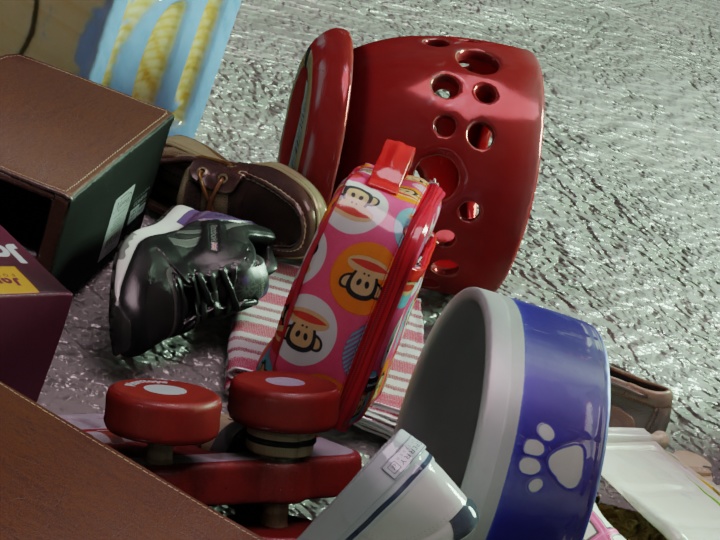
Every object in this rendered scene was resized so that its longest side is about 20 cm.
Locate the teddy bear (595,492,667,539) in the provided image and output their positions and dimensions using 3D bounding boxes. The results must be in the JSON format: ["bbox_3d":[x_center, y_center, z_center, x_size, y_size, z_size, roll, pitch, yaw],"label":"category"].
[{"bbox_3d":[0.192,0.197,1.375,0.144,0.067,0.200,-10,39,-45],"label":"teddy bear"}]

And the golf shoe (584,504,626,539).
[{"bbox_3d":[0.150,0.201,1.295,0.091,0.073,0.201,1,46,-16],"label":"golf shoe"}]

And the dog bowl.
[{"bbox_3d":[0.076,0.116,1.283,0.078,0.201,0.200,16,25,-11],"label":"dog bowl"}]

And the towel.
[{"bbox_3d":[-0.024,0.054,1.539,0.145,0.030,0.200,16,25,-7],"label":"towel"}]

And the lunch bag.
[{"bbox_3d":[0.000,0.000,1.390,0.081,0.177,0.200,21,11,2],"label":"lunch bag"}]

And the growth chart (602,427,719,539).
[{"bbox_3d":[0.209,0.152,1.378,0.144,0.018,0.200,12,22,-37],"label":"growth chart"}]

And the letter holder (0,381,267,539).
[{"bbox_3d":[-0.174,0.160,1.118,0.199,0.101,0.142,29,28,15],"label":"letter holder"}]

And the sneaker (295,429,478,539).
[{"bbox_3d":[-0.006,0.165,1.150,0.071,0.200,0.073,44,48,6],"label":"sneaker"}]

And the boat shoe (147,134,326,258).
[{"bbox_3d":[-0.110,-0.052,1.614,0.199,0.073,0.072,26,28,39],"label":"boat shoe"}]

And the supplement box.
[{"bbox_3d":[-0.280,0.000,1.301,0.110,0.086,0.200,-1,31,-46],"label":"supplement box"}]

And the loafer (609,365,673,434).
[{"bbox_3d":[0.150,0.067,1.606,0.200,0.063,0.072,34,28,25],"label":"loafer"}]

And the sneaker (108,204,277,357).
[{"bbox_3d":[-0.111,0.003,1.484,0.087,0.076,0.200,5,23,12],"label":"sneaker"}]

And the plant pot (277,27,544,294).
[{"bbox_3d":[0.032,-0.091,1.679,0.181,0.202,0.201,11,26,-8],"label":"plant pot"}]

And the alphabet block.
[{"bbox_3d":[-0.234,-0.206,1.698,0.199,0.196,0.196,30,24,21],"label":"alphabet block"}]

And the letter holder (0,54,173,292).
[{"bbox_3d":[-0.240,-0.064,1.500,0.141,0.101,0.200,23,24,7],"label":"letter holder"}]

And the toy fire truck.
[{"bbox_3d":[-0.109,0.111,1.276,0.199,0.113,0.168,-2,12,-36],"label":"toy fire truck"}]
